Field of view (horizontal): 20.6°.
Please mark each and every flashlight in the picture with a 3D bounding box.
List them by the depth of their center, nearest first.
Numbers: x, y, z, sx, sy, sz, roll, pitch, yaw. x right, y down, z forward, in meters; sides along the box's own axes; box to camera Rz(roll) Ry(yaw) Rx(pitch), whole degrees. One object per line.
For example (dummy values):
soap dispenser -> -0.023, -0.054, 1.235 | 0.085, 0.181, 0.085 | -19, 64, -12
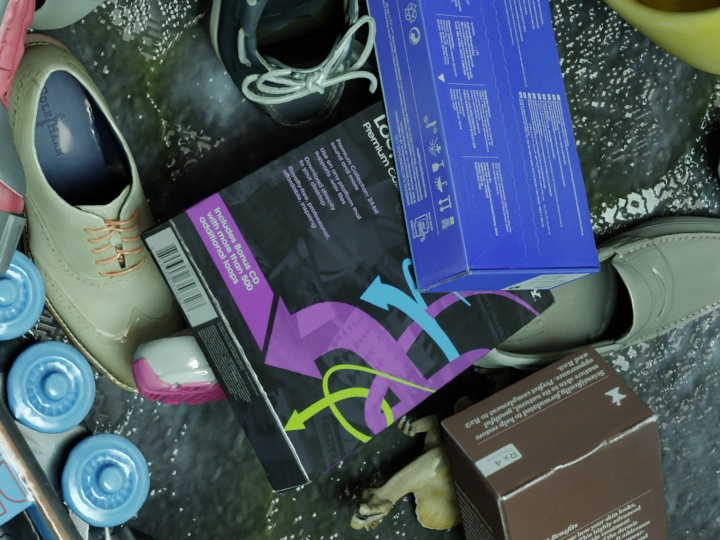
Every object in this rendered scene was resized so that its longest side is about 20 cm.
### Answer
flashlight -> -0.165, -0.102, 0.921 | 0.067, 0.068, 0.202 | 19, 90, 10

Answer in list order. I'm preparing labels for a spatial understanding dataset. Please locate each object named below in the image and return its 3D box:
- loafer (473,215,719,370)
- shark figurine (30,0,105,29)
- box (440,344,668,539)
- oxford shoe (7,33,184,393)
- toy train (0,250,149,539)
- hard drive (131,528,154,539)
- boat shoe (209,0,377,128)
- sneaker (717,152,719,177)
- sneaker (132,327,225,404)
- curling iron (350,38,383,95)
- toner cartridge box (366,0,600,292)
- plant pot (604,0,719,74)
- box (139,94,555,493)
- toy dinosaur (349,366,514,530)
loafer -> 0.146, 0.017, 1.125 | 0.198, 0.070, 0.071 | -17, 109, -16
shark figurine -> -0.065, -0.178, 0.996 | 0.128, 0.090, 0.215 | 39, 78, 9
box -> 0.114, 0.150, 1.107 | 0.100, 0.075, 0.201 | -25, 134, -14
oxford shoe -> -0.136, -0.020, 1.004 | 0.070, 0.074, 0.201 | -29, 113, -15
toy train -> -0.190, 0.077, 0.982 | 0.114, 0.087, 0.201 | -32, 98, -26
hard drive -> -0.218, 0.172, 1.042 | 0.199, 0.038, 0.141 | 28, 92, -24
boat shoe -> -0.031, -0.121, 0.969 | 0.074, 0.062, 0.200 | -19, 154, -13
sneaker -> 0.288, -0.054, 1.166 | 0.199, 0.080, 0.078 | 14, 139, -29
sneaker -> -0.044, 0.007, 1.038 | 0.199, 0.081, 0.089 | -26, 93, -37
curling iron -> 0.046, -0.073, 1.088 | 0.200, 0.026, 0.050 | 40, 84, -24
toner cartridge box -> 0.060, -0.091, 1.021 | 0.094, 0.043, 0.202 | 0, 75, -40
plant pot -> 0.248, -0.180, 1.059 | 0.188, 0.200, 0.202 | 28, 92, -40
box -> 0.000, 0.000, 0.997 | 0.200, 0.036, 0.144 | -33, 98, -40
toy dinosaur -> 0.074, 0.109, 1.140 | 0.199, 0.058, 0.102 | 3, 119, -35
